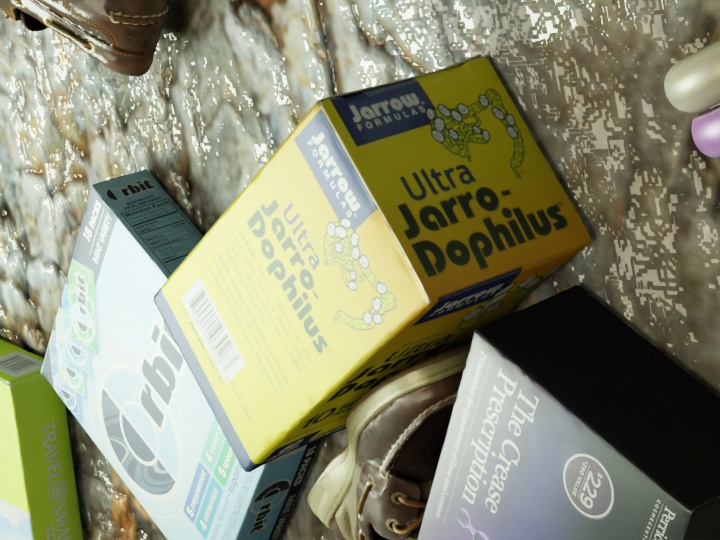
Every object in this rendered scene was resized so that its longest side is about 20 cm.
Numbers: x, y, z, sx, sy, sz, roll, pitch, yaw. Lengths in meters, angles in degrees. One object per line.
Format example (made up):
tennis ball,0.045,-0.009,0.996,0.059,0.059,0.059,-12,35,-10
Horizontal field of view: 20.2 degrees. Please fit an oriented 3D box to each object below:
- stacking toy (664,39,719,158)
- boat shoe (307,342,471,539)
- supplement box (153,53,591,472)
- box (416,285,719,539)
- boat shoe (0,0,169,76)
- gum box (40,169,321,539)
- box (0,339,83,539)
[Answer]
stacking toy,0.197,-0.007,0.785,0.085,0.085,0.201,-24,93,53
boat shoe,0.029,0.104,1.027,0.072,0.072,0.200,60,150,19
supplement box,0.000,0.000,0.994,0.110,0.109,0.200,60,142,13
box,0.103,0.132,0.954,0.141,0.079,0.201,38,132,32
boat shoe,-0.189,-0.172,1.183,0.200,0.070,0.071,32,125,39
gum box,-0.109,0.069,1.213,0.200,0.044,0.170,49,138,27
box,-0.246,0.151,1.417,0.122,0.048,0.201,18,119,47
